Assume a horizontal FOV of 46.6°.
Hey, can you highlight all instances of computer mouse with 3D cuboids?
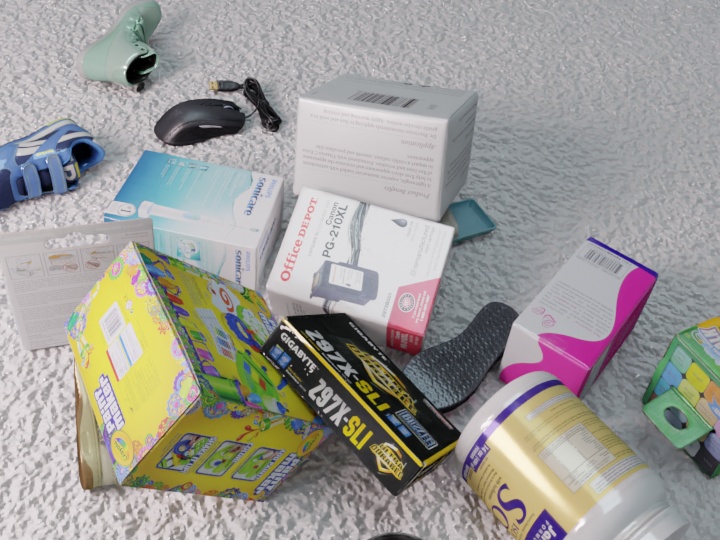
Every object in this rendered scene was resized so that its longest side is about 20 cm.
[{"bbox_3d":[-0.232,-0.262,1.311,0.197,0.046,0.141,-12,49,-19],"label":"computer mouse"}]

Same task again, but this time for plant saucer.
[{"bbox_3d":[0.091,-0.053,1.168,0.198,0.019,0.070,-17,50,-22],"label":"plant saucer"}]

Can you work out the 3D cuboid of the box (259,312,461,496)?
[{"bbox_3d":[0.007,0.129,0.864,0.200,0.049,0.159,45,16,17],"label":"box"}]

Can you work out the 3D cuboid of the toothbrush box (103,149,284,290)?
[{"bbox_3d":[-0.210,-0.065,1.088,0.197,0.086,0.147,10,44,3],"label":"toothbrush box"}]

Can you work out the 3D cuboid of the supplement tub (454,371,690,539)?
[{"bbox_3d":[0.204,0.215,0.824,0.144,0.147,0.200,-24,52,-28],"label":"supplement tub"}]

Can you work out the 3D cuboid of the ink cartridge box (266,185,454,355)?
[{"bbox_3d":[0.000,0.000,1.021,0.197,0.085,0.146,16,69,8],"label":"ink cartridge box"}]

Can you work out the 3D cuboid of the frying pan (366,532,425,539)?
[{"bbox_3d":[-0.001,0.309,0.782,0.187,0.031,0.116,-8,46,-11],"label":"frying pan"}]

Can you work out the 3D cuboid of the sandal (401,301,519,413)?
[{"bbox_3d":[0.121,0.112,0.990,0.199,0.043,0.076,-31,64,-31],"label":"sandal"}]

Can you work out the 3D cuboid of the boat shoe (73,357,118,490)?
[{"bbox_3d":[-0.273,0.136,0.895,0.062,0.074,0.202,-2,56,-19],"label":"boat shoe"}]

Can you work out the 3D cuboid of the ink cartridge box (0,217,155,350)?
[{"bbox_3d":[-0.304,0.004,0.923,0.160,0.202,0.057,-8,48,-16],"label":"ink cartridge box"}]

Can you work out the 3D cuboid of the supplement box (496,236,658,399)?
[{"bbox_3d":[0.263,0.066,1.012,0.101,0.104,0.200,32,48,23],"label":"supplement box"}]

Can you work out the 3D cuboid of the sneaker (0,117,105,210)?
[{"bbox_3d":[-0.435,-0.140,1.141,0.082,0.075,0.200,27,49,16],"label":"sneaker"}]

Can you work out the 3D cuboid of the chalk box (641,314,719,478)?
[{"bbox_3d":[0.415,0.136,0.948,0.198,0.125,0.125,-18,49,-24],"label":"chalk box"}]

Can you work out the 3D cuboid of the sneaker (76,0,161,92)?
[{"bbox_3d":[-0.359,-0.369,1.378,0.117,0.074,0.201,18,55,20],"label":"sneaker"}]

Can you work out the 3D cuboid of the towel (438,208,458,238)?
[{"bbox_3d":[0.046,-0.095,1.173,0.130,0.035,0.201,-8,37,-11],"label":"towel"}]

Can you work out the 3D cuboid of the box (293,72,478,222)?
[{"bbox_3d":[0.038,-0.169,1.103,0.196,0.133,0.200,12,24,14],"label":"box"}]

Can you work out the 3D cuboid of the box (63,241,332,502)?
[{"bbox_3d":[-0.159,0.105,0.833,0.192,0.122,0.201,26,23,-49],"label":"box"}]
